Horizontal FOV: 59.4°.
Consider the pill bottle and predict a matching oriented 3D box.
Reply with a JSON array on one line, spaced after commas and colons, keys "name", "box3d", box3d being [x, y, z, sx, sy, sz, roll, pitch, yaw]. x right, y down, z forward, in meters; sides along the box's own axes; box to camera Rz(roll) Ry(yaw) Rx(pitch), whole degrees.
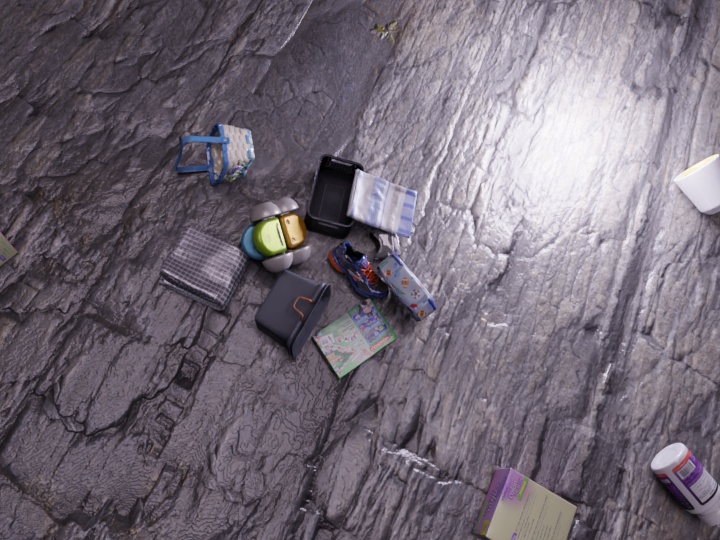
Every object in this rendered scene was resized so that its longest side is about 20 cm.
[{"name": "pill bottle", "box3d": [0.897, 0.582, 1.711, 0.111, 0.112, 0.201, -37, 83, -20]}]

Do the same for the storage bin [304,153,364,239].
[{"name": "storage bin", "box3d": [-0.075, -0.208, 1.781, 0.132, 0.094, 0.204, 14, 69, -7]}]

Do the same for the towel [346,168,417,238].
[{"name": "towel", "box3d": [0.062, -0.186, 1.753, 0.196, 0.024, 0.150, 19, 69, -16]}]

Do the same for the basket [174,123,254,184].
[{"name": "basket", "box3d": [-0.394, -0.314, 1.705, 0.196, 0.176, 0.142, -3, 75, -24]}]

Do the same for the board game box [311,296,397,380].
[{"name": "board game box", "box3d": [-0.016, 0.181, 1.697, 0.198, 0.029, 0.136, -32, 82, -20]}]

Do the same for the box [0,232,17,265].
[{"name": "box", "box3d": [-0.951, -0.042, 1.495, 0.097, 0.176, 0.200, 42, 69, 4]}]

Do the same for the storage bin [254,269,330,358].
[{"name": "storage bin", "box3d": [-0.181, 0.100, 1.639, 0.132, 0.146, 0.202, 26, 68, 9]}]

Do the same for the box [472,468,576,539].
[{"name": "box", "box3d": [0.412, 0.631, 1.592, 0.198, 0.097, 0.178, 30, 68, -2]}]

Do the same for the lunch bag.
[{"name": "lunch bag", "box3d": [0.121, 0.042, 1.705, 0.075, 0.160, 0.201, -37, 88, 0]}]

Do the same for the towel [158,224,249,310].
[{"name": "towel", "box3d": [-0.409, -0.010, 1.648, 0.197, 0.086, 0.168, 25, 68, -3]}]

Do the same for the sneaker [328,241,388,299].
[{"name": "sneaker", "box3d": [0.000, 0.000, 1.724, 0.199, 0.079, 0.075, 40, 47, 3]}]

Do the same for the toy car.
[{"name": "toy car", "box3d": [-0.235, -0.088, 1.670, 0.199, 0.148, 0.179, -27, 102, -58]}]

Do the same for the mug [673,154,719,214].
[{"name": "mug", "box3d": [1.135, -0.277, 2.037, 0.185, 0.149, 0.155, -32, 88, -13]}]

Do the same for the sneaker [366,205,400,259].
[{"name": "sneaker", "box3d": [0.054, -0.126, 1.789, 0.080, 0.075, 0.204, -9, 74, -16]}]
